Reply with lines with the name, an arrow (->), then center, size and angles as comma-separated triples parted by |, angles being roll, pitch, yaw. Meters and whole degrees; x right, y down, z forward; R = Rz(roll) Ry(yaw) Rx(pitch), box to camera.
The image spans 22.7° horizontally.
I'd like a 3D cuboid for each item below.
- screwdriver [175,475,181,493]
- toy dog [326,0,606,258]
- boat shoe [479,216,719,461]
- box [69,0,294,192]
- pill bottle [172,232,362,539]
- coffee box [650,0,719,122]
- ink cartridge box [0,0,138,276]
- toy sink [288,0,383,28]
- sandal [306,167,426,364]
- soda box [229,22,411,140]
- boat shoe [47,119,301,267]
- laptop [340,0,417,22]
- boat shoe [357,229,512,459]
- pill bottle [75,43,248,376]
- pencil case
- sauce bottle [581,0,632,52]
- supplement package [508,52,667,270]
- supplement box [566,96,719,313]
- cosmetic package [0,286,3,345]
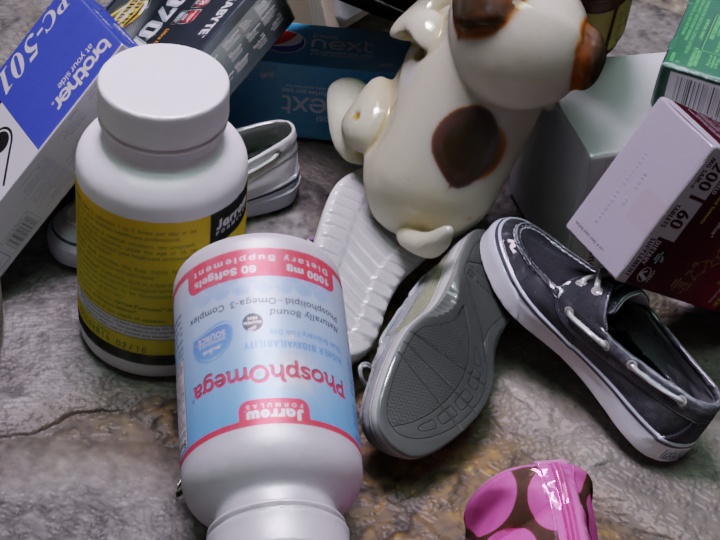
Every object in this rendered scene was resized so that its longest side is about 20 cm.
screwdriver -> -0.085, 0.060, 1.159 | 0.029, 0.028, 0.201 | 8, 52, 26
toy dog -> 0.072, -0.125, 1.212 | 0.139, 0.200, 0.195 | 30, 38, -11
boat shoe -> 0.158, 0.030, 1.169 | 0.071, 0.068, 0.200 | -17, 60, -40
box -> -0.162, -0.137, 1.302 | 0.158, 0.046, 0.200 | 3, 45, 41
pill bottle -> -0.055, 0.087, 1.064 | 0.108, 0.109, 0.201 | -1, 56, -9
coffee box -> 0.314, -0.131, 1.257 | 0.198, 0.044, 0.123 | 18, 43, 11
ink cartridge box -> -0.228, -0.088, 1.215 | 0.044, 0.200, 0.094 | 32, 11, -47
toy sink -> -0.031, -0.270, 1.474 | 0.199, 0.113, 0.130 | 11, 35, 37
sandal -> -0.006, -0.005, 1.238 | 0.082, 0.050, 0.203 | 38, 42, -5
soda box -> -0.027, -0.146, 1.393 | 0.198, 0.068, 0.064 | 6, 38, 0
boat shoe -> -0.134, -0.064, 1.284 | 0.199, 0.067, 0.074 | -22, 47, -29
laptop -> 0.041, -0.236, 1.306 | 0.176, 0.200, 0.104 | 13, 45, -48
boat shoe -> 0.046, 0.053, 1.178 | 0.074, 0.065, 0.203 | 43, 43, -16
pill bottle -> -0.128, -0.039, 1.150 | 0.110, 0.201, 0.112 | 3, 40, -3
pencil case -> 0.108, 0.193, 0.990 | 0.090, 0.094, 0.201 | -1, 40, -8
sauce bottle -> 0.161, -0.205, 1.230 | 0.065, 0.200, 0.067 | 0, 76, 1
supplement package -> 0.225, -0.081, 1.310 | 0.198, 0.118, 0.117 | -6, 42, -16
supplement box -> 0.239, -0.033, 1.195 | 0.199, 0.109, 0.061 | 14, 27, -46
cosmetic package -> -0.271, 0.062, 1.091 | 0.086, 0.104, 0.201 | -1, 39, -5
